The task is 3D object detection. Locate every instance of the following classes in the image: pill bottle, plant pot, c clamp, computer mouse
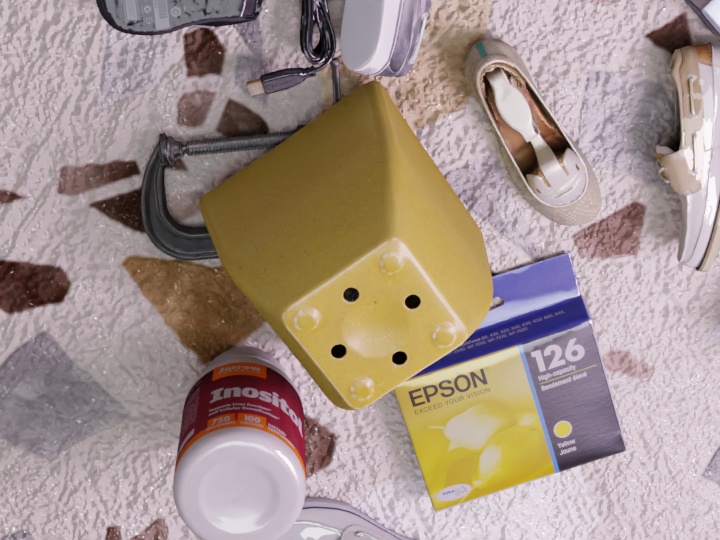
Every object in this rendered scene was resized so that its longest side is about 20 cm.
[{"bbox_3d":[-0.104,0.148,1.368,0.111,0.200,0.114,-1,112,-3],"label":"pill bottle"},{"bbox_3d":[0.000,0.000,1.303,0.195,0.200,0.195,-34,117,8],"label":"plant pot"},{"bbox_3d":[-0.102,-0.091,1.370,0.197,0.027,0.173,-11,117,-1],"label":"c clamp"},{"bbox_3d":[-0.117,-0.213,1.305,0.198,0.046,0.142,-13,105,-7],"label":"computer mouse"}]

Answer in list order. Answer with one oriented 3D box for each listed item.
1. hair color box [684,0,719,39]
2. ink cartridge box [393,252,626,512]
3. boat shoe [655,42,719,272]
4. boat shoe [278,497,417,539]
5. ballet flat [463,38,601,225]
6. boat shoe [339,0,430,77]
[{"bbox_3d":[0.362,-0.274,1.282,0.200,0.099,0.061,-43,108,13],"label":"hair color box"},{"bbox_3d":[0.132,0.107,1.452,0.195,0.047,0.202,-18,114,5],"label":"ink cartridge box"},{"bbox_3d":[0.293,-0.100,1.367,0.067,0.075,0.203,5,105,1],"label":"boat shoe"},{"bbox_3d":[0.001,0.276,1.498,0.198,0.067,0.074,17,110,-10],"label":"boat shoe"},{"bbox_3d":[0.149,-0.109,1.355,0.067,0.062,0.201,-33,110,10],"label":"ballet flat"},{"bbox_3d":[0.038,-0.260,1.288,0.067,0.071,0.203,3,100,-41],"label":"boat shoe"}]
